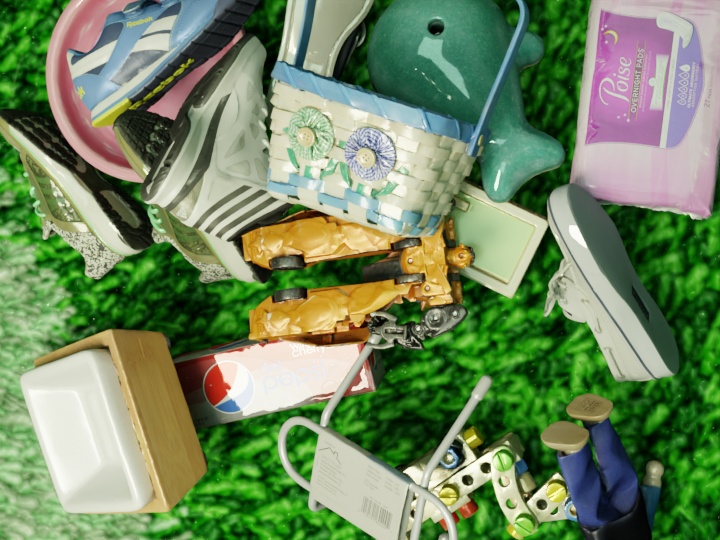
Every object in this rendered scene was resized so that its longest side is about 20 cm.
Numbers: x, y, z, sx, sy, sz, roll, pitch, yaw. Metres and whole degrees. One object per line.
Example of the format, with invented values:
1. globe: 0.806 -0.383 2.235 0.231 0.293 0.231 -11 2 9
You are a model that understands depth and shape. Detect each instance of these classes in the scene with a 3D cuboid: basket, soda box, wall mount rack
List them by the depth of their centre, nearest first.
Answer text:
1. basket: 0.023 -0.133 0.824 0.176 0.139 0.200 18 95 22
2. wall mount rack: 0.025 0.149 0.900 0.200 0.075 0.174 25 115 36
3. soda box: -0.082 0.094 1.000 0.200 0.063 0.070 -13 94 11

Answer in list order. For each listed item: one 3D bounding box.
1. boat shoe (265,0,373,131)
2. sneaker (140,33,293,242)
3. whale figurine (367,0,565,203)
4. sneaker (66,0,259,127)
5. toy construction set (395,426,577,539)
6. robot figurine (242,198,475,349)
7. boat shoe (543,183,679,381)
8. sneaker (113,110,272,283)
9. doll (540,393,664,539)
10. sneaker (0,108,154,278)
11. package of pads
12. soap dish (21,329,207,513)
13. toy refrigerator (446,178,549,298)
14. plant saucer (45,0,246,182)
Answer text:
1. boat shoe: -0.033 -0.213 0.963 0.075 0.062 0.200 14 103 -4
2. sneaker: -0.099 -0.104 0.912 0.115 0.201 0.076 35 142 -21
3. whale figurine: 0.088 -0.157 0.907 0.159 0.104 0.200 -32 73 0
4. sneaker: -0.176 -0.210 0.940 0.200 0.074 0.082 -34 85 11
5. toy construction set: 0.093 0.219 0.967 0.200 0.092 0.131 -36 87 1
6. robot figurine: 0.000 0.000 0.909 0.200 0.058 0.145 -7 83 15
7. boat shoe: 0.192 0.019 0.918 0.086 0.075 0.202 -20 120 32
8. sneaker: -0.165 -0.053 0.964 0.089 0.077 0.200 -22 122 27
9. doll: 0.220 0.205 0.928 0.048 0.136 0.200 4 123 47
10. sneaker: -0.293 -0.071 1.028 0.089 0.077 0.200 -45 83 20
11. package of pads: 0.247 -0.147 0.909 0.120 0.076 0.200 7 95 11
12. soap dish: -0.225 0.138 0.974 0.200 0.081 0.157 -19 89 54
13. toy refrigerator: 0.063 -0.054 0.956 0.200 0.070 0.076 27 99 9
14. plant saucer: -0.193 -0.183 1.007 0.200 0.051 0.201 1 95 12
